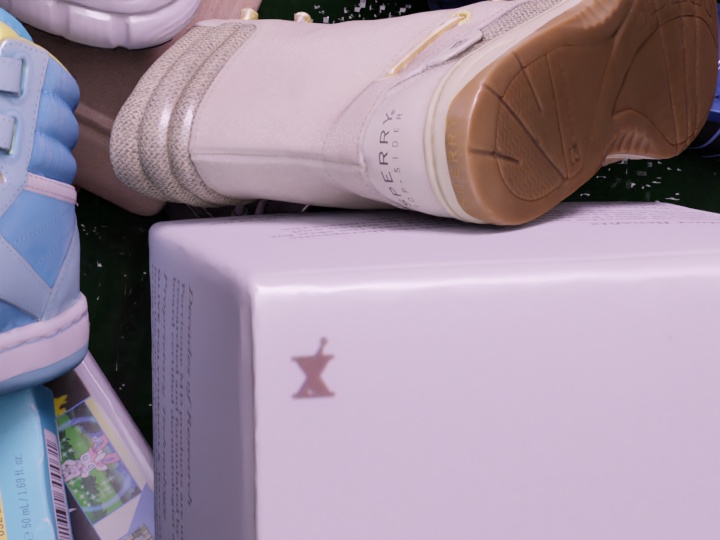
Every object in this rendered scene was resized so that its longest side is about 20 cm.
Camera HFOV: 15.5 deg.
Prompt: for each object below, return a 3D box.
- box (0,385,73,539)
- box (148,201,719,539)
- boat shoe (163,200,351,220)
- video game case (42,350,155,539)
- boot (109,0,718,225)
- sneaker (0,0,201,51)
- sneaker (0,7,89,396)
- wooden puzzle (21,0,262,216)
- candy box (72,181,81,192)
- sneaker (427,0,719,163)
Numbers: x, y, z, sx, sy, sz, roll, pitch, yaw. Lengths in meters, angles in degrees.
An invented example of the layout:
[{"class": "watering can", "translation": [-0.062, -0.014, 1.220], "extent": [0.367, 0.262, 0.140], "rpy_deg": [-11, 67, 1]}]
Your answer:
[{"class": "box", "translation": [-0.202, 0.093, 0.912], "extent": [0.199, 0.049, 0.083], "rpy_deg": [-10, 81, 1]}, {"class": "box", "translation": [0.042, 0.083, 0.845], "extent": [0.198, 0.171, 0.201], "rpy_deg": [-2, 96, -15]}, {"class": "boat shoe", "translation": [0.000, 0.000, 0.975], "extent": [0.200, 0.057, 0.067], "rpy_deg": [43, 78, 5]}, {"class": "video game case", "translation": [-0.148, 0.118, 0.942], "extent": [0.182, 0.022, 0.200], "rpy_deg": [-33, 82, -2]}, {"class": "boot", "translation": [0.025, -0.064, 0.904], "extent": [0.154, 0.200, 0.072], "rpy_deg": [1, 108, 33]}, {"class": "sneaker", "translation": [-0.145, -0.138, 0.877], "extent": [0.199, 0.080, 0.074], "rpy_deg": [12, 49, -2]}, {"class": "sneaker", "translation": [-0.151, -0.019, 0.827], "extent": [0.079, 0.200, 0.131], "rpy_deg": [6, 102, 19]}, {"class": "wooden puzzle", "translation": [-0.114, -0.141, 0.938], "extent": [0.185, 0.037, 0.200], "rpy_deg": [27, 112, 0]}, {"class": "candy box", "translation": [-0.126, -0.088, 1.000], "extent": [0.102, 0.026, 0.200], "rpy_deg": [36, 78, 0]}, {"class": "sneaker", "translation": [0.121, -0.075, 1.001], "extent": [0.200, 0.078, 0.070], "rpy_deg": [21, 77, 22]}]
